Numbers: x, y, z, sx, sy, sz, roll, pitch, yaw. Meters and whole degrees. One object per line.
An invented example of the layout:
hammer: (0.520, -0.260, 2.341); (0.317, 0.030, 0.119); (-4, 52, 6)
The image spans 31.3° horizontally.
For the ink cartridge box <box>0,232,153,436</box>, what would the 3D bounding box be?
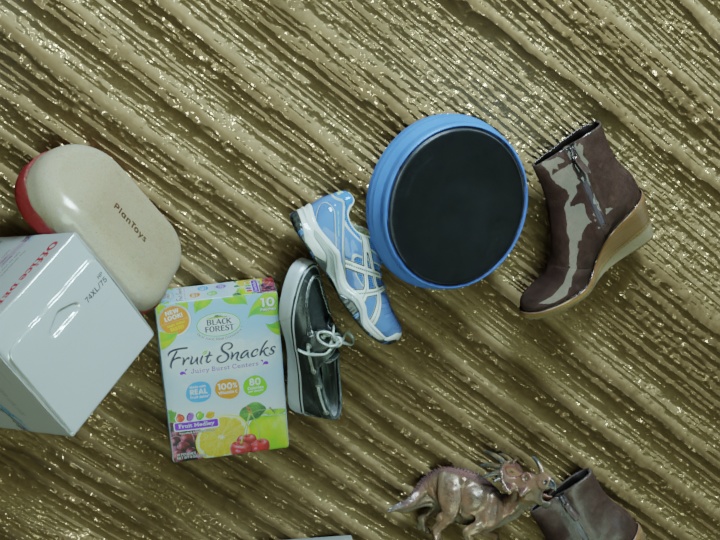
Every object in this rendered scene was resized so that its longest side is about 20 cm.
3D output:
ink cartridge box: (-0.349, 0.064, 1.328); (0.147, 0.198, 0.147); (-54, 125, -32)

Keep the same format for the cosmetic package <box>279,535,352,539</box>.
cosmetic package: (-0.098, 0.394, 1.589); (0.197, 0.107, 0.091); (-4, 112, -8)

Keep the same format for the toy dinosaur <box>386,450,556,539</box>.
toy dinosaur: (0.137, 0.280, 1.610); (0.197, 0.086, 0.138); (11, 99, 2)

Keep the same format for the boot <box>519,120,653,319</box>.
boot: (0.236, -0.057, 1.503); (0.199, 0.072, 0.167); (-37, 113, -4)

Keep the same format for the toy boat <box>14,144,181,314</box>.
toy boat: (-0.297, -0.035, 1.388); (0.130, 0.131, 0.201); (-24, 118, 31)

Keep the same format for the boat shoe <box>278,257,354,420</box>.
boat shoe: (-0.049, 0.083, 1.483); (0.067, 0.073, 0.202); (13, 115, 28)

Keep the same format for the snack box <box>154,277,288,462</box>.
snack box: (-0.161, 0.116, 1.496); (0.140, 0.053, 0.203); (-7, 112, -10)

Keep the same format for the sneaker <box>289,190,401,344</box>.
sneaker: (0.000, 0.000, 1.471); (0.077, 0.076, 0.201); (-33, 115, -2)

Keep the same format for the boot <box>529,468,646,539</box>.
boot: (0.269, 0.372, 1.681); (0.199, 0.072, 0.167); (-39, 101, 7)

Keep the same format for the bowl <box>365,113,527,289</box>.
bowl: (0.102, -0.074, 1.455); (0.198, 0.039, 0.204); (-7, 106, -24)
